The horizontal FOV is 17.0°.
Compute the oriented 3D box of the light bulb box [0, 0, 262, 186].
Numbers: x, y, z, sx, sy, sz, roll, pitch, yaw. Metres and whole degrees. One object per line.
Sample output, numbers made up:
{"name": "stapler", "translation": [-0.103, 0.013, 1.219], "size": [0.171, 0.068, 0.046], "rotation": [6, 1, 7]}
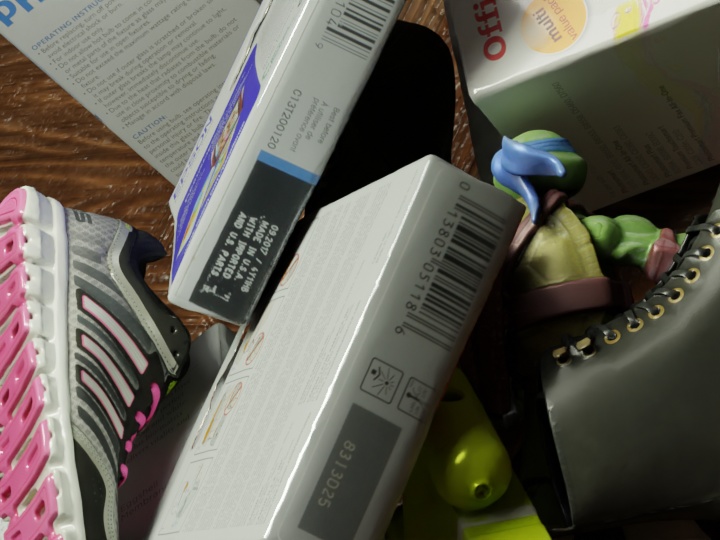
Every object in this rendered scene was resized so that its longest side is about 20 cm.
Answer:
{"name": "light bulb box", "translation": [-0.115, -0.179, 1.392], "size": [0.125, 0.200, 0.199], "rotation": [-35, 36, 19]}

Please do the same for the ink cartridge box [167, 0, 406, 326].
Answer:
{"name": "ink cartridge box", "translation": [-0.030, -0.090, 1.084], "size": [0.199, 0.043, 0.200], "rotation": [-64, 11, 11]}

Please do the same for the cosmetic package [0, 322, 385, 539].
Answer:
{"name": "cosmetic package", "translation": [-0.091, 0.170, 1.088], "size": [0.199, 0.123, 0.201], "rotation": [-36, 36, 18]}

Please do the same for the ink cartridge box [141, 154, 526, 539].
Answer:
{"name": "ink cartridge box", "translation": [-0.017, 0.049, 0.961], "size": [0.163, 0.050, 0.200], "rotation": [-66, 11, -15]}

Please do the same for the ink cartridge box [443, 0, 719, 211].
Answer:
{"name": "ink cartridge box", "translation": [0.126, -0.124, 1.073], "size": [0.199, 0.125, 0.129], "rotation": [-21, 58, 16]}

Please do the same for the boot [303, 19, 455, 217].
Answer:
{"name": "boot", "translation": [0.000, 0.000, 1.141], "size": [0.151, 0.073, 0.201], "rotation": [106, 169, -56]}

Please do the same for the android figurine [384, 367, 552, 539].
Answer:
{"name": "android figurine", "translation": [0.044, 0.132, 0.948], "size": [0.041, 0.183, 0.200], "rotation": [-8, 32, -10]}

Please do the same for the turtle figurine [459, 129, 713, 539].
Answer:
{"name": "turtle figurine", "translation": [0.114, 0.045, 1.025], "size": [0.143, 0.200, 0.195], "rotation": [-7, 70, 8]}

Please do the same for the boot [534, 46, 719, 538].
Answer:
{"name": "boot", "translation": [0.123, 0.001, 0.919], "size": [0.137, 0.077, 0.201], "rotation": [-8, 78, -3]}

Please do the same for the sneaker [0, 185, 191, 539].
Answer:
{"name": "sneaker", "translation": [-0.112, 0.057, 1.054], "size": [0.074, 0.087, 0.201], "rotation": [-49, 43, 50]}
